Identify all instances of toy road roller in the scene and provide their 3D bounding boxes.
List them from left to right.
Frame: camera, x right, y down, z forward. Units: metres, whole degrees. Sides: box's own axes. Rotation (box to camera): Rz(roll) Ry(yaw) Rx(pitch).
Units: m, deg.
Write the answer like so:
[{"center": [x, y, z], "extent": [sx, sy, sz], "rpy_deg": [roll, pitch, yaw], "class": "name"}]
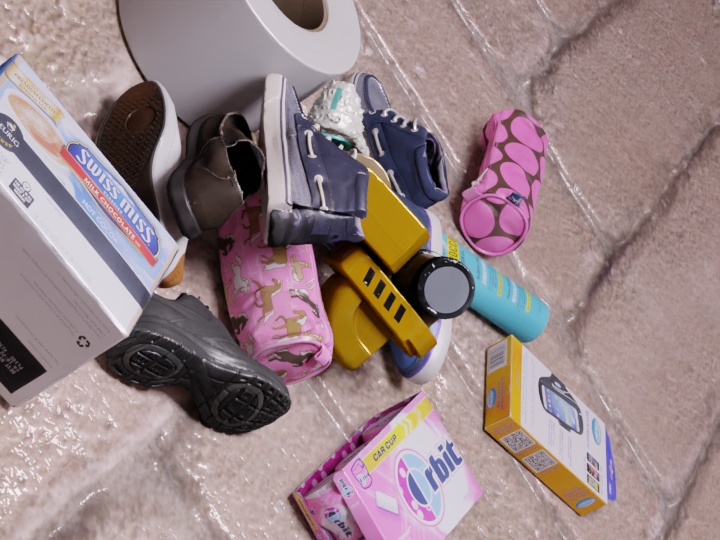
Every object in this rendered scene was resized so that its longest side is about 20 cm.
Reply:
[{"center": [0.000, 0.000, 1.773], "extent": [0.200, 0.146, 0.123], "rpy_deg": [50, -5, -11], "class": "toy road roller"}]

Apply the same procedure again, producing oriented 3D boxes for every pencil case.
[{"center": [-0.078, 0.006, 1.713], "extent": [0.082, 0.086, 0.202], "rpy_deg": [13, 52, -33], "class": "pencil case"}, {"center": [0.165, -0.109, 2.196], "extent": [0.094, 0.091, 0.201], "rpy_deg": [42, 31, -17], "class": "pencil case"}]

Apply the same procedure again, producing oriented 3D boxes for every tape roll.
[{"center": [-0.114, -0.243, 1.824], "extent": [0.202, 0.139, 0.204], "rpy_deg": [37, 37, -34], "class": "tape roll"}]

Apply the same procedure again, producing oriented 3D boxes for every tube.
[{"center": [0.121, 0.011, 2.070], "extent": [0.199, 0.050, 0.078], "rpy_deg": [33, 32, -31], "class": "tube"}]

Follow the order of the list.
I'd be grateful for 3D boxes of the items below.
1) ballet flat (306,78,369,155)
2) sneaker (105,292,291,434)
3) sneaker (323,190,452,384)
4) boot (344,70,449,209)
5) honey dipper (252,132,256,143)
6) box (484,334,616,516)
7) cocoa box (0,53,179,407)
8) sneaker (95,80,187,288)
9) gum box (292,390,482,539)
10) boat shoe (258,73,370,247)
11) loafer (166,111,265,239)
[{"center": [-0.020, -0.139, 1.851], "extent": [0.072, 0.071, 0.200], "rpy_deg": [64, -7, 6], "class": "ballet flat"}, {"center": [-0.131, 0.067, 1.602], "extent": [0.200, 0.076, 0.091], "rpy_deg": [36, 30, -40], "class": "sneaker"}, {"center": [0.011, 0.005, 1.882], "extent": [0.145, 0.080, 0.202], "rpy_deg": [21, 54, -32], "class": "sneaker"}, {"center": [0.042, -0.140, 2.024], "extent": [0.072, 0.090, 0.202], "rpy_deg": [22, 47, -47], "class": "boot"}, {"center": [-0.061, -0.100, 1.827], "extent": [0.198, 0.038, 0.038], "rpy_deg": [14, 51, -30], "class": "honey dipper"}, {"center": [0.208, 0.175, 2.065], "extent": [0.200, 0.041, 0.120], "rpy_deg": [45, 33, -31], "class": "box"}, {"center": [-0.257, -0.030, 1.423], "extent": [0.200, 0.133, 0.132], "rpy_deg": [51, 30, -17], "class": "cocoa box"}, {"center": [-0.183, -0.071, 1.657], "extent": [0.085, 0.072, 0.202], "rpy_deg": [56, 25, -50], "class": "sneaker"}, {"center": [0.025, 0.204, 1.725], "extent": [0.114, 0.066, 0.200], "rpy_deg": [59, 30, -4], "class": "gum box"}, {"center": [-0.042, -0.096, 1.688], "extent": [0.092, 0.075, 0.201], "rpy_deg": [2, 47, -8], "class": "boat shoe"}, {"center": [-0.112, -0.085, 1.651], "extent": [0.200, 0.071, 0.074], "rpy_deg": [-79, 152, -63], "class": "loafer"}]
